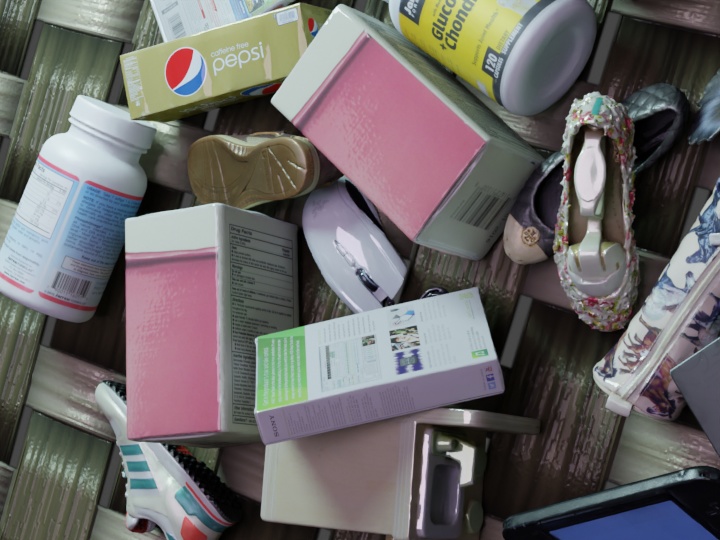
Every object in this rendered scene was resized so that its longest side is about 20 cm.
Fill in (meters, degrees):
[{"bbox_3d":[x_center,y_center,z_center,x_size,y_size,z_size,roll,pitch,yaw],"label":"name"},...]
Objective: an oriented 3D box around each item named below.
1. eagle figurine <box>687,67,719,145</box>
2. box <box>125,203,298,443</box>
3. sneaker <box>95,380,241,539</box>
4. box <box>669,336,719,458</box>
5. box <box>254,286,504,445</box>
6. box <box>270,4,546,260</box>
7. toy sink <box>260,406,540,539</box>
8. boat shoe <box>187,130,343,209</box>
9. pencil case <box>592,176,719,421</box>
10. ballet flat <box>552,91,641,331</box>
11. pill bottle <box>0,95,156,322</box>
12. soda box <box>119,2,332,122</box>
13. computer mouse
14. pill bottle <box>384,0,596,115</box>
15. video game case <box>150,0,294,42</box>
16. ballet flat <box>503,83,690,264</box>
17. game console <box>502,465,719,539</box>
[{"bbox_3d":[0.349,-0.164,1.386,0.152,0.150,0.201,-94,11,-54],"label":"eagle figurine"},{"bbox_3d":[-0.132,0.053,1.615,0.108,0.128,0.202,-8,78,30],"label":"box"},{"bbox_3d":[-0.201,0.190,1.679,0.094,0.070,0.200,-49,65,9],"label":"sneaker"},{"bbox_3d":[0.353,0.121,1.325,0.148,0.124,0.201,-38,67,21],"label":"box"},{"bbox_3d":[0.012,0.076,1.482,0.199,0.145,0.037,-11,113,2],"label":"box"},{"bbox_3d":[0.043,-0.116,1.543,0.200,0.128,0.109,45,106,29],"label":"box"},{"bbox_3d":[0.036,0.171,1.506,0.199,0.130,0.113,1,83,30],"label":"toy sink"},{"bbox_3d":[-0.085,-0.094,1.655,0.199,0.072,0.073,-3,95,52],"label":"boat shoe"},{"bbox_3d":[0.260,0.026,1.408,0.078,0.089,0.201,39,108,24],"label":"pencil case"},{"bbox_3d":[0.185,-0.041,1.444,0.075,0.064,0.201,-1,106,17],"label":"ballet flat"},{"bbox_3d":[-0.271,-0.060,1.736,0.108,0.109,0.201,27,97,31],"label":"pill bottle"},{"bbox_3d":[-0.121,-0.191,1.678,0.199,0.068,0.064,-12,87,25],"label":"soda box"},{"bbox_3d":[0.000,0.000,1.601,0.110,0.044,0.200,-43,64,19],"label":"computer mouse"},{"bbox_3d":[0.095,-0.226,1.537,0.200,0.112,0.112,38,103,29],"label":"pill bottle"},{"bbox_3d":[-0.121,-0.299,1.733,0.199,0.018,0.144,-30,68,25],"label":"video game case"},{"bbox_3d":[0.189,-0.080,1.486,0.066,0.057,0.200,44,108,0],"label":"ballet flat"},{"bbox_3d":[0.227,0.254,1.375,0.199,0.176,0.117,-21,44,36],"label":"game console"}]
